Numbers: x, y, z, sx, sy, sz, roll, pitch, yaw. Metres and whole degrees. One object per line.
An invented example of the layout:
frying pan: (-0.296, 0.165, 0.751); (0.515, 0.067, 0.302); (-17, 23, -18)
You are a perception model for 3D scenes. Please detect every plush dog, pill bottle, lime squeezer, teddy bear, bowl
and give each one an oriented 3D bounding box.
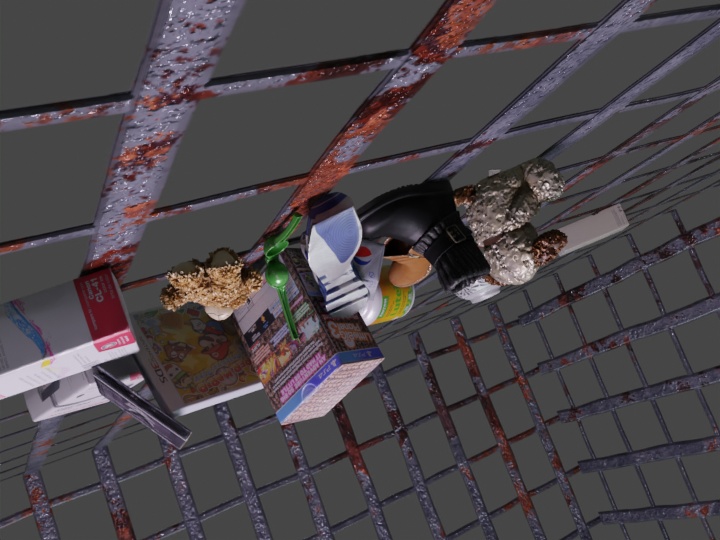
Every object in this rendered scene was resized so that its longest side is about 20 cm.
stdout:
plush dog: (0.236, -0.063, 1.271); (0.158, 0.175, 0.199); (-14, 169, -34)
pill bottle: (0.015, 0.051, 1.568); (0.110, 0.113, 0.198); (-28, 169, 33)
lime squeezer: (-0.102, -0.004, 1.077); (0.038, 0.070, 0.203); (-36, 141, -45)
teddy bear: (-0.202, 0.025, 1.084); (0.142, 0.068, 0.200); (-16, 168, -23)
bowl: (0.338, 0.033, 2.234); (0.197, 0.096, 0.201); (-21, 169, -4)

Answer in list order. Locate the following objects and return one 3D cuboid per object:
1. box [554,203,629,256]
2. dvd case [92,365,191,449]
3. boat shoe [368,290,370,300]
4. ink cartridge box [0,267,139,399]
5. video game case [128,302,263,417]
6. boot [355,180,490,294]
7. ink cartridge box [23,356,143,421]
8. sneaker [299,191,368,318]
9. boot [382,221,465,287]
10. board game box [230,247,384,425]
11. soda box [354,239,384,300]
box: (0.638, -0.113, 2.199); (0.196, 0.070, 0.082); (-22, 170, -2)
dvd case: (-0.302, 0.194, 1.092); (0.016, 0.148, 0.200); (-55, -177, -21)
boat shoe: (-0.073, 0.036, 1.279); (0.197, 0.074, 0.068); (-7, 170, 35)
ink cartridge box: (-0.376, 0.082, 0.948); (0.196, 0.087, 0.148); (-18, 170, -17)
video game case: (-0.243, 0.120, 1.185); (0.198, 0.183, 0.023); (-12, 143, -44)
boot: (0.089, -0.038, 1.124); (0.208, 0.161, 0.079); (-15, 169, -36)
ink cartridge box: (-0.425, 0.159, 1.251); (0.198, 0.086, 0.144); (-28, 168, 39)
sneaker: (-0.049, -0.036, 1.078); (0.079, 0.116, 0.201); (-22, 141, -12)
boot: (0.082, -0.031, 1.414); (0.153, 0.074, 0.200); (-12, 153, -51)
board game box: (-0.085, 0.095, 1.174); (0.096, 0.202, 0.159); (-1, 144, -49)
soda box: (0.000, 0.000, 1.343); (0.067, 0.065, 0.200); (11, 169, 1)
